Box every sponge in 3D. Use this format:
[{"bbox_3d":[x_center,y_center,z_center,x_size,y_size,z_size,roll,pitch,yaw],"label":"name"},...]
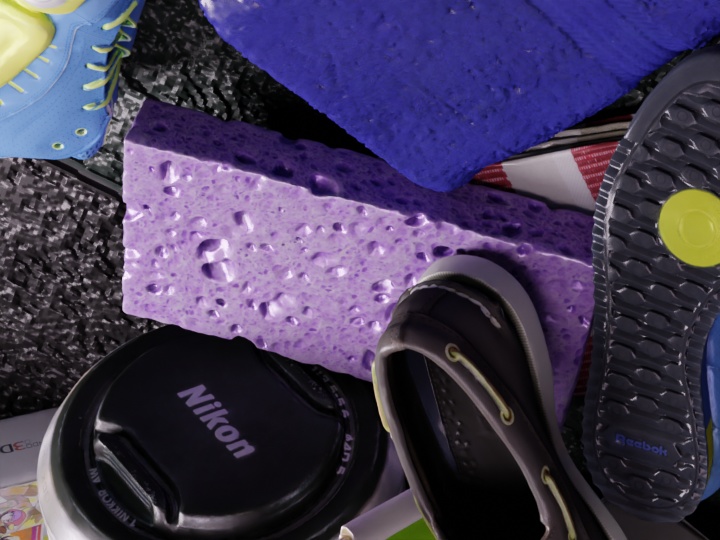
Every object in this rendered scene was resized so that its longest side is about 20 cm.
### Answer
[{"bbox_3d":[0.000,0.000,0.815,0.198,0.030,0.112,16,140,5],"label":"sponge"}]

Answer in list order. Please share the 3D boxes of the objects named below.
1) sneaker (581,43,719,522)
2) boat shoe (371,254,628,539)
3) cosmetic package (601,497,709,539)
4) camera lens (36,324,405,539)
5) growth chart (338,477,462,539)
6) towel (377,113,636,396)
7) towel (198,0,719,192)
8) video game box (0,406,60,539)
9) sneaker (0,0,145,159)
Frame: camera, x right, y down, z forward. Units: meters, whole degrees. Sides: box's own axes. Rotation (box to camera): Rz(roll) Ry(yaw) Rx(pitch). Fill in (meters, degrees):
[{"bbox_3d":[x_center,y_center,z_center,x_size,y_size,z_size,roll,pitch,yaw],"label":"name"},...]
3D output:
[{"bbox_3d":[0.129,-0.002,0.747,0.065,0.078,0.202,21,127,24],"label":"sneaker"},{"bbox_3d":[0.056,0.096,0.785,0.071,0.061,0.203,-8,114,37],"label":"boat shoe"},{"bbox_3d":[0.109,0.207,0.946,0.073,0.103,0.201,37,146,27],"label":"cosmetic package"},{"bbox_3d":[-0.057,0.134,0.901,0.158,0.161,0.201,9,136,11],"label":"camera lens"},{"bbox_3d":[0.009,0.168,0.856,0.018,0.144,0.202,28,130,29],"label":"growth chart"},{"bbox_3d":[0.111,-0.005,0.806,0.198,0.023,0.145,-8,132,28],"label":"towel"},{"bbox_3d":[0.052,-0.115,0.688,0.147,0.050,0.199,36,133,-28],"label":"towel"},{"bbox_3d":[-0.236,0.160,1.005,0.180,0.047,0.201,-10,142,-24],"label":"video game box"},{"bbox_3d":[-0.111,-0.102,0.765,0.199,0.076,0.105,-20,143,33],"label":"sneaker"}]
